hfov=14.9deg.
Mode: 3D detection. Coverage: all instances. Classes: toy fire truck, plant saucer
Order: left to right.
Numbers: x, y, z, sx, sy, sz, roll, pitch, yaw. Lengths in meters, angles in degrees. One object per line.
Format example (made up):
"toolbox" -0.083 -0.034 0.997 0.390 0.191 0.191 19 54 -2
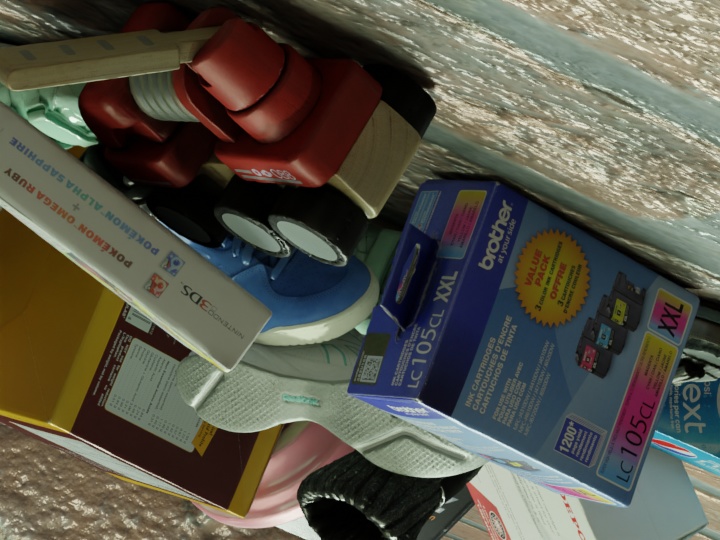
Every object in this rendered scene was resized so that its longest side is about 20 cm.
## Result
"toy fire truck" -0.094 -0.087 1.364 0.200 0.129 0.176 42 161 -32
"plant saucer" -0.061 0.083 1.947 0.201 0.201 0.051 12 158 43

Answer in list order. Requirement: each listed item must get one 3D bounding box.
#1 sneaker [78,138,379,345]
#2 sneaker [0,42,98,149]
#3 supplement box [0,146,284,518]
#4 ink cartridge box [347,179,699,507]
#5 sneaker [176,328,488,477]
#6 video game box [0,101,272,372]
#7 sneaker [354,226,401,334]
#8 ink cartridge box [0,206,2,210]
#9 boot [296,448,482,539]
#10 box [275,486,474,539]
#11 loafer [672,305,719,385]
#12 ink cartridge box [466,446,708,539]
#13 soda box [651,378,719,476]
"sneaker" -0.085 -0.029 1.630 0.200 0.077 0.111 20 146 34
"sneaker" -0.198 -0.071 1.627 0.200 0.118 0.074 10 164 43
"supplement box" -0.147 0.034 1.856 0.133 0.197 0.200 12 166 43
"ink cartridge box" 0.082 0.035 1.554 0.200 0.136 0.076 27 166 -31
"sneaker" -0.005 0.064 1.644 0.200 0.080 0.070 15 127 17
"video game box" -0.142 -0.021 1.491 0.182 0.047 0.200 40 176 -10
"sneaker" 0.000 0.000 1.688 0.118 0.074 0.200 31 165 -29
"ink cartridge box" -0.281 -0.035 1.756 0.068 0.200 0.116 26 170 -24
"boot" 0.026 0.122 1.745 0.079 0.158 0.211 44 160 0
"box" 0.012 0.128 2.088 0.200 0.199 0.050 27 -153 -31
"loafer" 0.167 0.051 1.678 0.072 0.063 0.200 28 168 -33
"ink cartridge box" 0.139 0.127 1.889 0.147 0.083 0.200 66 161 -6
"soda box" 0.245 0.100 1.775 0.200 0.064 0.068 23 170 -10
